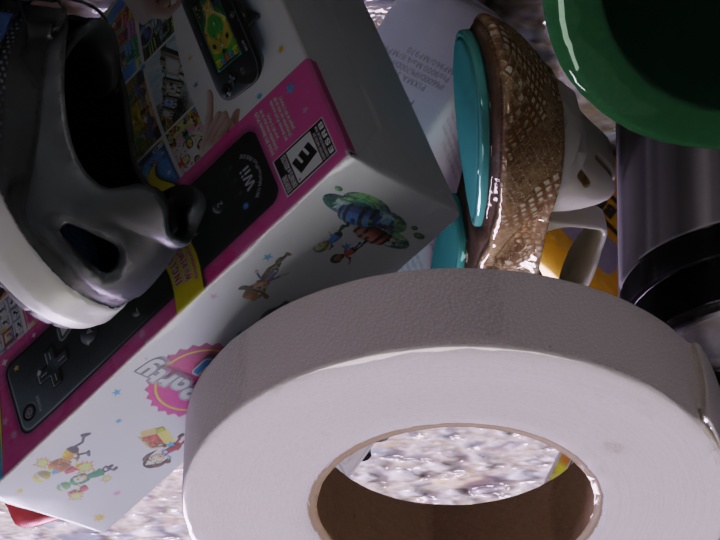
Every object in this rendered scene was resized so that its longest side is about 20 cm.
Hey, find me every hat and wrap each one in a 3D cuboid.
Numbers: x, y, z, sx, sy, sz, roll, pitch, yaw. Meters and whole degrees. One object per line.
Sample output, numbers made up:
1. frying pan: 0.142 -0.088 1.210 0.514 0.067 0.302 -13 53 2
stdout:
1. hat: 0.105 -0.153 0.949 0.200 0.176 0.166 1 123 -21

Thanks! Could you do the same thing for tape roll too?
1. tape roll: 0.035 0.073 1.005 0.203 0.037 0.203 0 141 0

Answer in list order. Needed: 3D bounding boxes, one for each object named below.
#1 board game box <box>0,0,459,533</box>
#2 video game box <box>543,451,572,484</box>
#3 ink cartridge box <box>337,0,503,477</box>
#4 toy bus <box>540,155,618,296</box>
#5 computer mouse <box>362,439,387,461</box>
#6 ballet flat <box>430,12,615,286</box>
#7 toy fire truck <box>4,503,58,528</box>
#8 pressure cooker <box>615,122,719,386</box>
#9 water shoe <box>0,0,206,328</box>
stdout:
1. board game box: -0.073 -0.021 1.036 0.064 0.148 0.200 23 123 -42
2. video game box: 0.206 0.054 1.169 0.200 0.182 0.047 26 -174 9
3. ink cartridge box: 0.000 0.000 1.124 0.047 0.200 0.160 30 167 20
4. toy bus: 0.150 0.034 1.251 0.200 0.078 0.065 44 148 -6
5. computer mouse: -0.066 0.009 1.252 0.138 0.053 0.200 36 179 -30
6. ballet flat: 0.064 -0.029 1.061 0.065 0.071 0.200 -4 147 -6
7. toy fire truck: -0.188 0.069 1.268 0.200 0.112 0.168 -24 -176 -4
8. pressure cooker: 0.182 -0.020 1.043 0.176 0.200 0.179 16 154 -30
9. water shoe: -0.123 -0.077 0.990 0.079 0.200 0.071 -37 168 22
